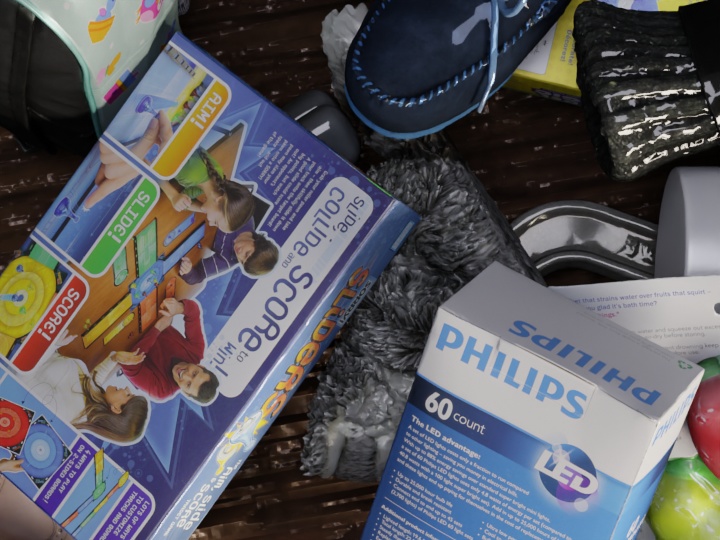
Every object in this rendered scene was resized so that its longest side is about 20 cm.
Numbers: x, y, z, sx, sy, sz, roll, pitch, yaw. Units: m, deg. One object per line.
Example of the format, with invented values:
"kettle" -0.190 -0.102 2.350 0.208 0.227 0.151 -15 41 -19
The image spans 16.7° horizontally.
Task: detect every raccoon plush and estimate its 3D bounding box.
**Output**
"raccoon plush" 0.000 0.000 1.100 0.134 0.097 0.201 -32 72 7

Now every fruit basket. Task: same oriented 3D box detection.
"fruit basket" 0.185 0.083 1.032 0.184 0.094 0.201 -5 114 23

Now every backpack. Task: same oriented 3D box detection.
"backpack" -0.156 -0.153 1.078 0.175 0.200 0.154 34 84 7

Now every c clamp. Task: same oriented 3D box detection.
"c clamp" 0.135 0.064 1.128 0.199 0.027 0.172 25 87 5

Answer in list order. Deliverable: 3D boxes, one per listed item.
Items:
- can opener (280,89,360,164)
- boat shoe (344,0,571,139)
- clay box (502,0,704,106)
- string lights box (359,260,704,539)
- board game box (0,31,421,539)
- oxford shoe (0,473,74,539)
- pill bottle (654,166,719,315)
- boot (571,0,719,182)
"can opener" -0.082 -0.004 1.144 0.199 0.053 0.067 -33 113 0
"boat shoe" 0.063 -0.144 1.058 0.084 0.069 0.200 36 68 8
"clay box" 0.145 -0.127 1.134 0.199 0.048 0.116 14 85 3
"string lights box" 0.058 0.110 1.022 0.102 0.059 0.201 28 120 17
"board game box" -0.085 0.016 1.061 0.135 0.034 0.200 38 94 22
"oxford shoe" -0.191 0.093 1.122 0.199 0.073 0.072 17 85 4
"pill bottle" 0.234 0.002 1.076 0.198 0.113 0.114 3 85 -2
"boot" 0.173 -0.079 1.005 0.157 0.211 0.080 -6 96 -4
